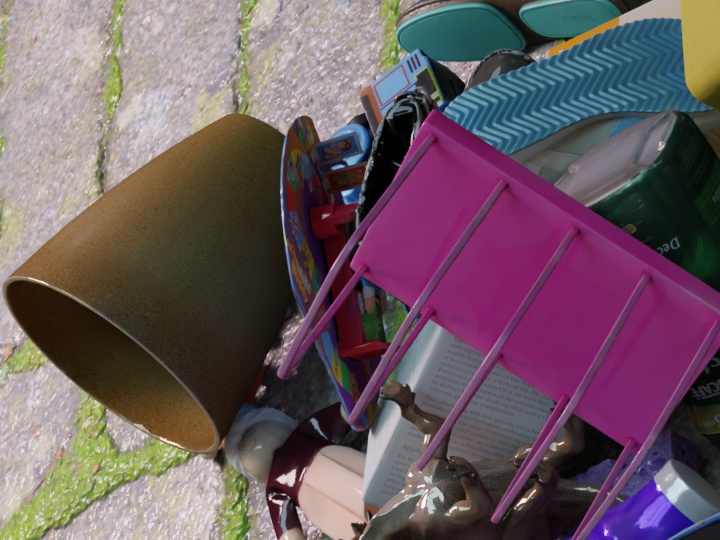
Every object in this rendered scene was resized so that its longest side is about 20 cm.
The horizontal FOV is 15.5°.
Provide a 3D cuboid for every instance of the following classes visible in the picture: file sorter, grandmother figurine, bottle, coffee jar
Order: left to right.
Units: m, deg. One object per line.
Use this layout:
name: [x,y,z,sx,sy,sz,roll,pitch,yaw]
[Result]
grandmother figurine: [-0.026,0.138,1.788,0.200,0.061,0.121,22,75,52]
file sorter: [0.075,0.043,1.438,0.126,0.200,0.139,-53,-6,-40]
bottle: [0.128,0.195,1.501,0.200,0.065,0.084,-50,38,12]
coffee jar: [0.196,0.014,1.490,0.104,0.200,0.085,-30,19,36]

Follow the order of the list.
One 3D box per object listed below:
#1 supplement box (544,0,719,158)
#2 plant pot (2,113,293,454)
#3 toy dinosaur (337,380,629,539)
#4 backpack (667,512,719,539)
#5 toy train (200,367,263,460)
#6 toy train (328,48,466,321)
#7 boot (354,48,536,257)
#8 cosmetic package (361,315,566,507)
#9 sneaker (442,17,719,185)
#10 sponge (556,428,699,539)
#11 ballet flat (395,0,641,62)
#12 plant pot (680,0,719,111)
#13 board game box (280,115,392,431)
supplement box: [0.179,-0.064,1.666,0.126,0.073,0.201,-24,48,38]
plant pot: [-0.118,-0.007,1.858,0.186,0.186,0.200,7,53,52]
toy dinosaur: [0.071,0.145,1.570,0.086,0.199,0.136,-92,5,-53]
backpack: [0.193,0.228,1.386,0.200,0.135,0.183,-29,54,-7]
toy train: [-0.127,0.047,1.975,0.200,0.056,0.151,24,84,54]
toy train: [0.043,-0.055,1.820,0.114,0.087,0.200,-39,40,17]
boot: [0.058,-0.073,1.654,0.069,0.174,0.201,11,74,21]
cosmetic package: [0.080,0.063,1.601,0.071,0.101,0.200,-83,14,-53]
sneaker: [0.146,-0.089,1.589,0.199,0.081,0.077,-16,55,-1]
sponge: [0.152,0.202,1.547,0.111,0.030,0.201,-29,45,36]
ballet flat: [0.116,-0.189,1.848,0.199,0.068,0.069,-3,53,38]
plant pot: [0.290,-0.169,1.519,0.176,0.199,0.201,-38,40,42]
board game box: [0.000,0.000,1.657,0.039,0.200,0.158,-11,39,14]
